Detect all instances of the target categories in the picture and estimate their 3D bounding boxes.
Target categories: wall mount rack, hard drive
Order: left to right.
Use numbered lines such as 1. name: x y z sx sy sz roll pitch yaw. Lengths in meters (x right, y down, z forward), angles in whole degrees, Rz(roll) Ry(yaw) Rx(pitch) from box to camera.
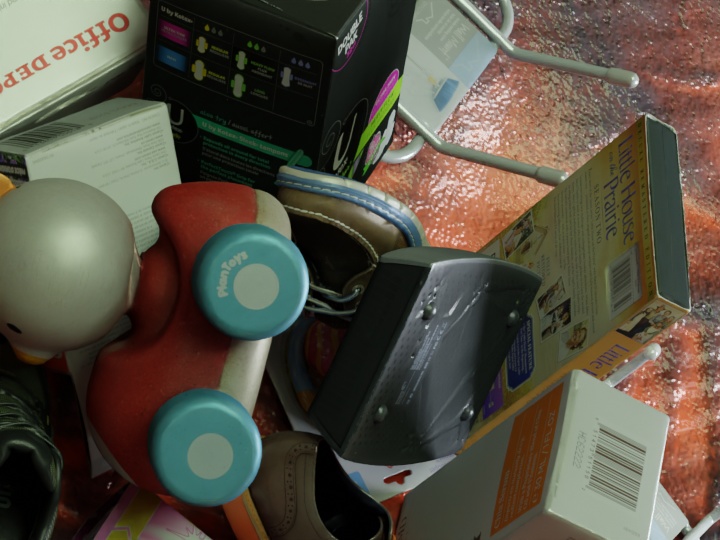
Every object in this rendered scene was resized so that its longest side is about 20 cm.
1. hard drive: 0.038 0.047 1.647 0.042 0.135 0.200 28 8 20
2. wall mount rack: 0.081 -0.135 1.881 0.174 0.075 0.200 42 51 -6
3. wall mount rack: 0.182 0.125 1.784 0.200 0.074 0.174 53 25 3

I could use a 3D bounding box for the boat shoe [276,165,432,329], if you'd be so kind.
1. boat shoe: 0.000 0.000 1.649 0.200 0.072 0.073 40 67 -59

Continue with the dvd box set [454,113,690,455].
1. dvd box set: 0.126 0.013 1.742 0.029 0.200 0.147 25 45 -27

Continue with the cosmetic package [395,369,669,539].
1. cosmetic package: 0.093 0.150 1.655 0.071 0.200 0.102 27 52 -17

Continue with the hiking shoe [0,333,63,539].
1. hiking shoe: -0.193 0.103 1.563 0.075 0.101 0.201 13 58 -27

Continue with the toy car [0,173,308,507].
1. toy car: -0.149 0.022 1.544 0.199 0.184 0.178 15 95 -11

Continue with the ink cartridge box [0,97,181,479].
1. ink cartridge box: -0.151 0.009 1.658 0.109 0.050 0.201 -24 113 -39

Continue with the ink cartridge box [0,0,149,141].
1. ink cartridge box: -0.237 -0.172 1.684 0.147 0.083 0.200 -32 84 -26

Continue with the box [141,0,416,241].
1. box: -0.049 -0.128 1.698 0.124 0.200 0.149 21 46 12

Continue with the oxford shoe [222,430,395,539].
1. oxford shoe: -0.009 0.178 1.624 0.200 0.072 0.071 59 36 -25

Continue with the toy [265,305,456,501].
1. toy: -0.007 0.042 1.752 0.115 0.047 0.201 -17 74 -37

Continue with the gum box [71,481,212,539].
1. gum box: -0.140 0.230 1.548 0.113 0.066 0.200 39 50 -9
